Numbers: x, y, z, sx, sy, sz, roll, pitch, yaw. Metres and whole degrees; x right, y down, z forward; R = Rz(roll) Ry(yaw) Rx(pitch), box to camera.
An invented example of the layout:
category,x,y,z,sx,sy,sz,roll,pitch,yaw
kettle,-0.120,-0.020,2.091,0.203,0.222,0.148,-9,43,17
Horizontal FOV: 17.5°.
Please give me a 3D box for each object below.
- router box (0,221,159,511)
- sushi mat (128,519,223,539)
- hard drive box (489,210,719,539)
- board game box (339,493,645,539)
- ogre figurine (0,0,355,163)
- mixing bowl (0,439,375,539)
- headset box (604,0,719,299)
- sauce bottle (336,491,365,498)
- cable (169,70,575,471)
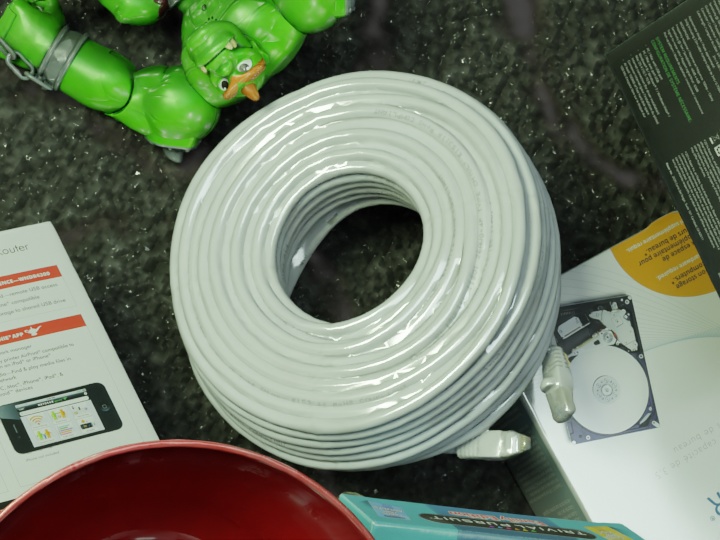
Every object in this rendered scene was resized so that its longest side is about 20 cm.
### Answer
category,x,y,z,sx,sy,sz,roll,pitch,yaw
router box,-0.198,0.078,1.054,0.199,0.049,0.180,-13,57,-28
sushi mat,-0.086,0.186,1.023,0.095,0.012,0.201,30,85,-11
hard drive box,0.162,0.085,1.203,0.155,0.077,0.201,-28,83,-17
board game box,0.047,0.215,1.103,0.150,0.047,0.202,8,99,-22
ogre figurine,-0.080,-0.142,1.184,0.200,0.098,0.120,-43,101,-1
mixing bowl,-0.081,0.165,0.962,0.199,0.108,0.202,0,91,-11
headset box,0.238,-0.052,1.196,0.199,0.093,0.175,1,62,-56
sauce bottle,-0.040,0.204,1.131,0.065,0.065,0.201,36,78,-1
cable,0.000,0.000,1.149,0.199,0.069,0.201,-10,65,16
